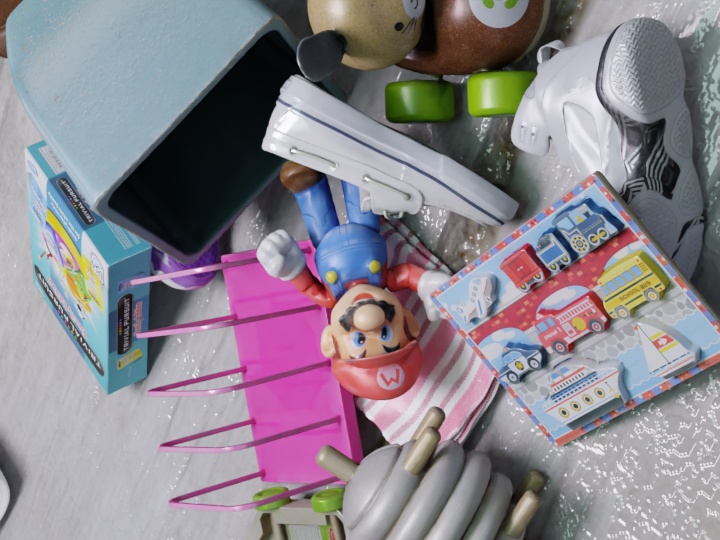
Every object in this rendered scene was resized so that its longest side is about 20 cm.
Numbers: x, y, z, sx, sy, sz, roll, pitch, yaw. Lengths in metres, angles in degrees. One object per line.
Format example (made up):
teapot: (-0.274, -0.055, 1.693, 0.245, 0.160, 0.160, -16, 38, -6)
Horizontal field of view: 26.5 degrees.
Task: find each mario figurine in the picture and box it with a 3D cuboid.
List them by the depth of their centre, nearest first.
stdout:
mario figurine: (0.000, 0.000, 1.172, 0.123, 0.105, 0.202, -25, 73, 35)

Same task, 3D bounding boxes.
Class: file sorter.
file sorter: (-0.100, 0.088, 1.257, 0.138, 0.124, 0.202, -8, 93, 52)

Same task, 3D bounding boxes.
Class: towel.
towel: (0.028, 0.053, 1.230, 0.200, 0.030, 0.147, 46, 120, 29)

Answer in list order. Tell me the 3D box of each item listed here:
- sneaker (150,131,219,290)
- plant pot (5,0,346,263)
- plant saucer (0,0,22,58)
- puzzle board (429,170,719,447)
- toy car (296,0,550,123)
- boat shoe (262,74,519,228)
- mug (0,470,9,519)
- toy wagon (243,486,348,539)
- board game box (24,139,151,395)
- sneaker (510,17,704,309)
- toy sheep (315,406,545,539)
sneaker: (-0.155, -0.085, 1.339, 0.088, 0.080, 0.203, -13, 84, 51)
plant pot: (-0.165, -0.160, 1.217, 0.196, 0.196, 0.200, -45, 70, 2)
plant saucer: (-0.361, -0.316, 1.542, 0.199, 0.034, 0.203, 4, 96, 40)
puzzle board: (0.148, 0.036, 1.066, 0.151, 0.017, 0.200, 50, 140, -1)
toy car: (0.026, -0.193, 1.101, 0.157, 0.199, 0.166, 0, 93, 41)
boat shoe: (0.020, -0.073, 1.149, 0.199, 0.074, 0.067, 28, 96, -2)
mug: (-0.469, 0.213, 1.617, 0.176, 0.147, 0.201, 51, 154, 32)
toy wagon: (-0.016, 0.257, 1.266, 0.199, 0.039, 0.157, -6, 99, 41)
board game box: (-0.249, -0.003, 1.399, 0.151, 0.047, 0.201, 51, 151, 27)
sneaker: (0.172, -0.071, 1.070, 0.114, 0.075, 0.203, 3, 102, 51)
toy sheep: (0.056, 0.185, 1.145, 0.199, 0.138, 0.139, 33, 117, 3)
